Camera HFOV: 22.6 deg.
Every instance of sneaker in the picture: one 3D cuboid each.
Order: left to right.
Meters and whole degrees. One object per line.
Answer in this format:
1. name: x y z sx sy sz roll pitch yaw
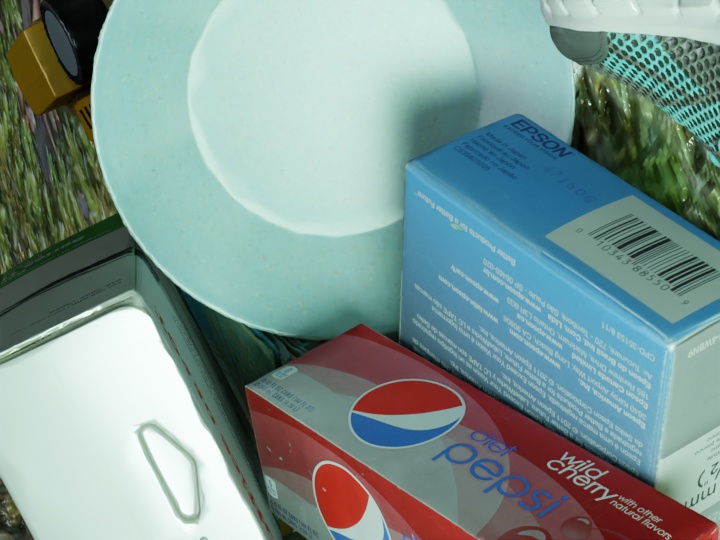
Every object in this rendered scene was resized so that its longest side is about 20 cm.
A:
1. sneaker: 0.121 -0.057 0.561 0.200 0.077 0.091 -156 50 -68

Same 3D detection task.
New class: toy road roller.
1. toy road roller: -0.135 -0.118 1.160 0.146 0.123 0.200 66 161 -7

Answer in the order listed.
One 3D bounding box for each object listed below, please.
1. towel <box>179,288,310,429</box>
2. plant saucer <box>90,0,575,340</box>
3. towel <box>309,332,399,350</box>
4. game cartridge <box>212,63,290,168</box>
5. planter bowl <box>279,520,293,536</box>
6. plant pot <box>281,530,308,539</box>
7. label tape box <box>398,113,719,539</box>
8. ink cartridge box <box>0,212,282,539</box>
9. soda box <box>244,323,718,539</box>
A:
1. towel: -0.044 0.065 0.877 0.147 0.022 0.200 48 161 43
2. plant saucer: -0.011 -0.071 0.757 0.039 0.201 0.201 -92 -6 -73
3. towel: 0.000 0.000 0.854 0.200 0.030 0.147 46 120 34
4. game cartridge: -0.041 -0.134 0.853 0.133 0.041 0.200 141 146 -71
5. planter bowl: -0.079 0.114 1.193 0.201 0.083 0.200 62 169 22
6. plant pot: 0.010 0.198 0.730 0.200 0.187 0.188 -122 25 -54
7. label tape box: 0.083 0.059 0.716 0.143 0.066 0.200 37 142 39
8. ink cartridge box: -0.100 0.067 0.777 0.147 0.083 0.200 64 178 -12
9. soda box: 0.042 0.093 0.677 0.200 0.063 0.070 28 136 45
